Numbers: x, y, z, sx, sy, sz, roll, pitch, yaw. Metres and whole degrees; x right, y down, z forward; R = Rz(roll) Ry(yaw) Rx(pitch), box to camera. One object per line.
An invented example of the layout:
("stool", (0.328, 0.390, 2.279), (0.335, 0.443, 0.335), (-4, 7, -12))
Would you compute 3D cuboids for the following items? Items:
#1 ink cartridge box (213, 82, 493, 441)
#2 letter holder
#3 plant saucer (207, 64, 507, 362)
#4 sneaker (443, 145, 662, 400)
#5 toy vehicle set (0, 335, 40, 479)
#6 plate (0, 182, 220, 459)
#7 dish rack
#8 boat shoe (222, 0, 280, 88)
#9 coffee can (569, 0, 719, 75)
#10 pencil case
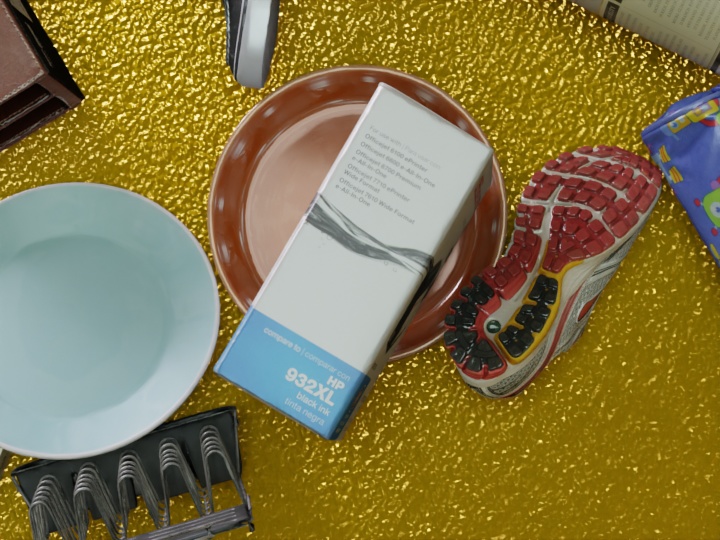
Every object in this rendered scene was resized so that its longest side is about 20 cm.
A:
("ink cartridge box", (0.000, 0.000, 1.217), (0.084, 0.145, 0.200), (30, 87, 6))
("letter holder", (-0.303, -0.169, 1.313), (0.142, 0.101, 0.200), (-31, 83, 2))
("plant saucer", (-0.002, -0.036, 1.310), (0.199, 0.032, 0.201), (0, 85, 4))
("sneaker", (0.125, -0.001, 1.282), (0.078, 0.082, 0.200), (33, 72, 26))
("toy vehicle set", (-0.303, 0.126, 1.316), (0.124, 0.027, 0.201), (20, 86, 6))
("plate", (-0.191, 0.034, 1.297), (0.199, 0.026, 0.201), (0, 64, 1))
("dish rack", (-0.140, 0.141, 1.215), (0.153, 0.200, 0.055), (-17, 96, -5))
("boat shoe", (-0.087, -0.220, 1.314), (0.068, 0.074, 0.200), (1, 84, 0))
("coffee can", (0.179, -0.231, 1.260), (0.200, 0.146, 0.147), (28, 86, 6))
("pencil case", (0.263, -0.028, 1.262), (0.087, 0.078, 0.200), (-36, 83, 40))
